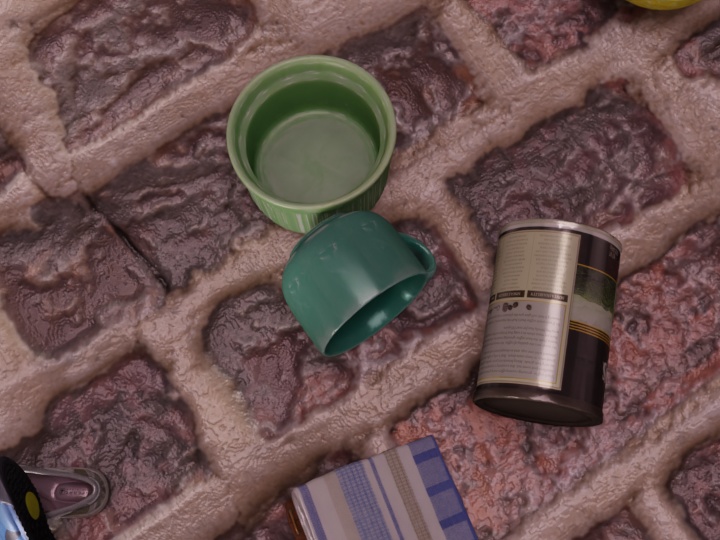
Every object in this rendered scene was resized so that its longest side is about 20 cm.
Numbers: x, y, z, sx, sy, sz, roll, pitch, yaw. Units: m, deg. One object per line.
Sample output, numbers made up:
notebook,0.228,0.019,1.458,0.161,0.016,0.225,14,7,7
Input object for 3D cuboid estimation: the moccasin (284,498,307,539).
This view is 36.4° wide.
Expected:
moccasin,-0.041,0.346,1.195,0.076,0.074,0.205,-16,79,7

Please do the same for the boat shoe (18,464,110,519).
boat shoe,-0.382,0.250,1.215,0.198,0.065,0.076,-1,75,-2

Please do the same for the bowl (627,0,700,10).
bowl,0.373,-0.407,1.378,0.196,0.108,0.204,0,76,-2

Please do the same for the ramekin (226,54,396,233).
ramekin,-0.054,-0.142,1.294,0.196,0.098,0.203,-1,68,3

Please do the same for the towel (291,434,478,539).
towel,0.029,0.277,1.201,0.198,0.024,0.149,-16,75,-32

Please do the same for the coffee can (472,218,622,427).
coffee can,0.212,0.061,1.234,0.144,0.147,0.203,10,75,1

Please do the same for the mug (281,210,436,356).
mug,-0.009,0.007,1.255,0.152,0.185,0.115,-42,75,13

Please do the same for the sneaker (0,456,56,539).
sneaker,-0.367,0.291,1.162,0.077,0.066,0.203,-15,116,5
